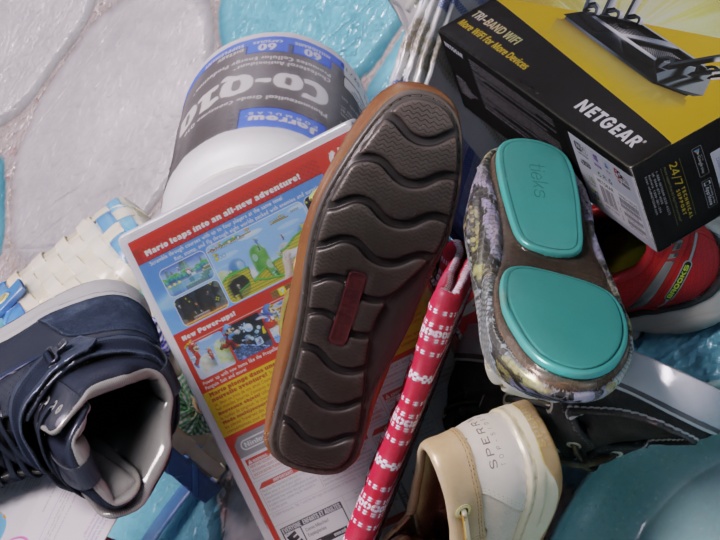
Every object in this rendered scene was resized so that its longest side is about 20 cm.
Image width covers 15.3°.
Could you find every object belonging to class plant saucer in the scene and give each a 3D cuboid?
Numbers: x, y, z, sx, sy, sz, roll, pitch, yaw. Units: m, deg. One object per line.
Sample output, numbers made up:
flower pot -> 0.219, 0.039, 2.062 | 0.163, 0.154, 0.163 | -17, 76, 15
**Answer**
plant saucer -> 0.157, 0.147, 1.209 | 0.200, 0.036, 0.201 | -34, 41, 36

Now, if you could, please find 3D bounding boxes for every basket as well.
basket -> -0.154, 0.072, 1.546 | 0.200, 0.176, 0.139 | -49, 25, 5

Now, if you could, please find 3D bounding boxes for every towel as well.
towel -> 0.061, -0.123, 1.432 | 0.024, 0.147, 0.201 | 8, 73, 26
towel -> 0.013, 0.087, 1.292 | 0.145, 0.022, 0.201 | -59, -11, -76

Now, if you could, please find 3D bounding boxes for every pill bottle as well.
pill bottle -> -0.052, -0.045, 1.495 | 0.114, 0.114, 0.200 | -46, 18, 22

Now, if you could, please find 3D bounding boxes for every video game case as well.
video game case -> -0.021, 0.042, 1.378 | 0.143, 0.201, 0.017 | -25, 2, 17

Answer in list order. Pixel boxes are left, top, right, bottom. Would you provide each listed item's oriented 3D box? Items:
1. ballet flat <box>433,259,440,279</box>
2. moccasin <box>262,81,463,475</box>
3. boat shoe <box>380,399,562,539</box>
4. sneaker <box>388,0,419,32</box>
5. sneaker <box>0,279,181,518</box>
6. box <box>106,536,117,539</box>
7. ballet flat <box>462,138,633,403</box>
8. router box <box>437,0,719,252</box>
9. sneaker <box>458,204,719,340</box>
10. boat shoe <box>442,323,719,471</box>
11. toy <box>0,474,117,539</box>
ballet flat -> 0.008, 0.052, 1.429 | 0.068, 0.068, 0.201 | 96, -177, -65
moccasin -> 0.002, 0.000, 1.312 | 0.078, 0.073, 0.202 | -97, 18, -66
boat shoe -> 0.038, 0.141, 1.270 | 0.074, 0.069, 0.201 | -119, 31, -42
sneaker -> 0.031, -0.177, 1.561 | 0.070, 0.080, 0.201 | -47, 38, 18
sneaker -> -0.182, 0.091, 1.358 | 0.202, 0.077, 0.146 | -33, 29, -2
box -> -0.112, 0.211, 1.434 | 0.200, 0.128, 0.109 | 10, 74, 54
ballet flat -> 0.081, 0.017, 1.207 | 0.072, 0.072, 0.201 | -45, 24, 23
router box -> 0.153, -0.102, 1.308 | 0.157, 0.052, 0.200 | -30, 33, -13
sneaker -> 0.102, -0.001, 1.340 | 0.200, 0.085, 0.077 | -24, 47, 41
boat shoe -> 0.103, 0.066, 1.256 | 0.200, 0.068, 0.057 | 8, 75, 62
toy -> -0.187, 0.135, 1.422 | 0.199, 0.047, 0.115 | -8, 41, 34
